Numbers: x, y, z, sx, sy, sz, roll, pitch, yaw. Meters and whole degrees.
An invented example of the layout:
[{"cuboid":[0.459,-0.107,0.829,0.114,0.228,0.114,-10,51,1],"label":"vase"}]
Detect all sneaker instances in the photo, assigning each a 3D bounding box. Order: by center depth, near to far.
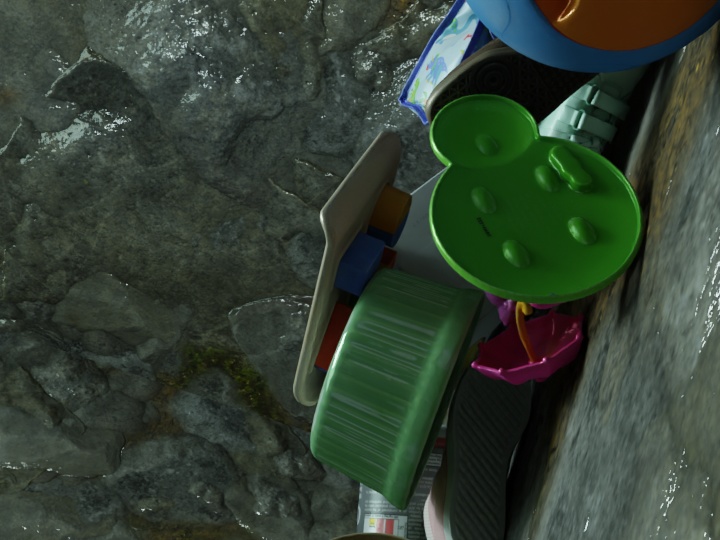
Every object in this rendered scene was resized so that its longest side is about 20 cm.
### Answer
[{"cuboid":[0.139,-0.168,0.873,0.071,0.197,0.076,60,-174,-26],"label":"sneaker"},{"cuboid":[0.200,-0.106,0.916,0.201,0.073,0.119,-52,46,30],"label":"sneaker"},{"cuboid":[0.103,0.179,1.027,0.105,0.074,0.203,114,170,-62],"label":"sneaker"}]

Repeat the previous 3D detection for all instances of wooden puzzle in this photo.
[{"cuboid":[0.000,0.000,1.007,0.186,0.046,0.203,-56,-20,-53],"label":"wooden puzzle"}]

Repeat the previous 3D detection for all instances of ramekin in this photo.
[{"cuboid":[0.031,0.097,0.971,0.200,0.096,0.203,21,-90,-81],"label":"ramekin"}]

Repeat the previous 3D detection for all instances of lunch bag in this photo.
[{"cuboid":[0.167,-0.218,1.173,0.202,0.168,0.128,-60,27,11],"label":"lunch bag"}]

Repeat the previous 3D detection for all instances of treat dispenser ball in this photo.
[{"cuboid":[0.145,-0.223,0.660,0.201,0.197,0.205,17,-90,-88],"label":"treat dispenser ball"}]

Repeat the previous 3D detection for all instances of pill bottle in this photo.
[{"cuboid":[0.052,0.259,1.098,0.116,0.113,0.204,99,176,-76],"label":"pill bottle"}]

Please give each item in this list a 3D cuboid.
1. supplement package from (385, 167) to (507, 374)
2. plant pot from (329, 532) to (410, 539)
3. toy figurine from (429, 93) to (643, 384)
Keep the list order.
[{"cuboid":[0.096,0.011,1.200,0.151,0.151,0.201,-36,-16,-20],"label":"supplement package"},{"cuboid":[0.004,0.309,0.866,0.028,0.196,0.203,66,-143,-57],"label":"plant pot"},{"cuboid":[0.115,-0.001,0.845,0.186,0.148,0.202,87,160,-51],"label":"toy figurine"}]
